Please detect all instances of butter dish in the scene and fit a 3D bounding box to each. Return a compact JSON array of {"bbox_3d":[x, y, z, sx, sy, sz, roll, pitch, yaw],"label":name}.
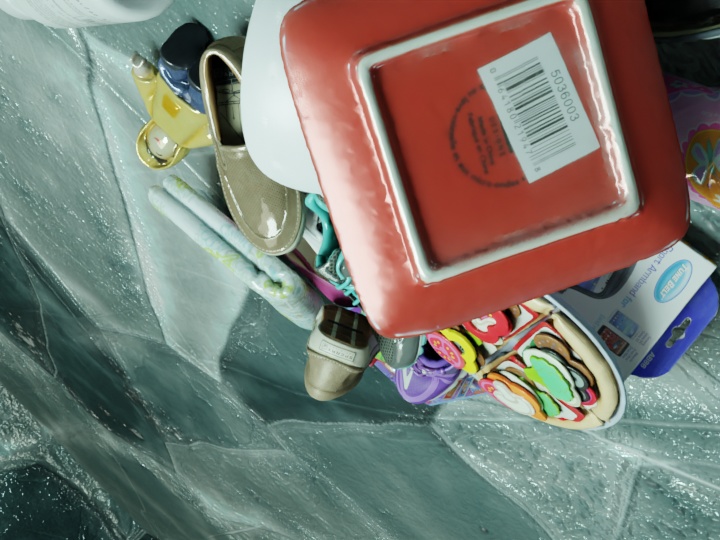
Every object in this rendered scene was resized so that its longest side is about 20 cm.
[{"bbox_3d":[0.069,-0.088,0.610,0.148,0.199,0.200,-107,-1,-76],"label":"butter dish"}]

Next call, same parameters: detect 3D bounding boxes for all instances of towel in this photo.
[{"bbox_3d":[-0.129,-0.016,1.108,0.200,0.048,0.171,39,178,17],"label":"towel"}]

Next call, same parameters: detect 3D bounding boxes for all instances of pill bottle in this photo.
[{"bbox_3d":[-0.258,-0.278,0.920,0.200,0.114,0.114,9,138,45],"label":"pill bottle"}]

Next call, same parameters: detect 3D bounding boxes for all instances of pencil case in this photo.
[{"bbox_3d":[0.171,-0.094,0.672,0.200,0.087,0.088,19,144,34],"label":"pencil case"}]

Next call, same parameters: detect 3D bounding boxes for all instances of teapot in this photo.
[{"bbox_3d":[0.013,-0.143,0.723,0.146,0.198,0.200,13,158,13],"label":"teapot"}]

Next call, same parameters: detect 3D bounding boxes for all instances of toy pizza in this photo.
[{"bbox_3d":[0.111,0.062,0.788,0.200,0.032,0.200,34,156,17],"label":"toy pizza"}]

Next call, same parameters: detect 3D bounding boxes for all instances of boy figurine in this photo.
[{"bbox_3d":[-0.188,-0.170,1.036,0.124,0.064,0.200,42,148,-4],"label":"boy figurine"}]

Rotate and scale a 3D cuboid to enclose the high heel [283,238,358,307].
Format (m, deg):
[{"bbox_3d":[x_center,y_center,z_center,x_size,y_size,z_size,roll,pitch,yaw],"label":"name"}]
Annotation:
[{"bbox_3d":[-0.060,-0.034,1.046,0.096,0.067,0.200,21,151,51],"label":"high heel"}]

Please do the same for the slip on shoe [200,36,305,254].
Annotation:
[{"bbox_3d":[-0.100,-0.108,0.916,0.076,0.061,0.201,-4,103,18],"label":"slip on shoe"}]

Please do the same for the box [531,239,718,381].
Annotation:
[{"bbox_3d":[0.168,-0.004,0.771,0.200,0.119,0.041,37,-166,11],"label":"box"}]

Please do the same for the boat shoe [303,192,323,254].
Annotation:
[{"bbox_3d":[-0.044,-0.061,0.990,0.200,0.072,0.068,51,154,-15],"label":"boat shoe"}]

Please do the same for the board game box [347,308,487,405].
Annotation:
[{"bbox_3d":[0.051,0.100,1.129,0.158,0.039,0.200,48,150,-10],"label":"board game box"}]

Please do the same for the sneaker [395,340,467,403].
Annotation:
[{"bbox_3d":[0.071,0.075,1.000,0.081,0.083,0.200,39,142,11],"label":"sneaker"}]

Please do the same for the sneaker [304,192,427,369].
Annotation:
[{"bbox_3d":[0.000,0.000,0.938,0.078,0.091,0.201,-5,102,59],"label":"sneaker"}]

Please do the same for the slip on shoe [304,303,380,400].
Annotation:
[{"bbox_3d":[-0.017,0.080,1.016,0.076,0.061,0.200,20,-171,0],"label":"slip on shoe"}]

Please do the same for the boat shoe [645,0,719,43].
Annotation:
[{"bbox_3d":[0.157,-0.165,0.614,0.200,0.062,0.075,14,142,42],"label":"boat shoe"}]
